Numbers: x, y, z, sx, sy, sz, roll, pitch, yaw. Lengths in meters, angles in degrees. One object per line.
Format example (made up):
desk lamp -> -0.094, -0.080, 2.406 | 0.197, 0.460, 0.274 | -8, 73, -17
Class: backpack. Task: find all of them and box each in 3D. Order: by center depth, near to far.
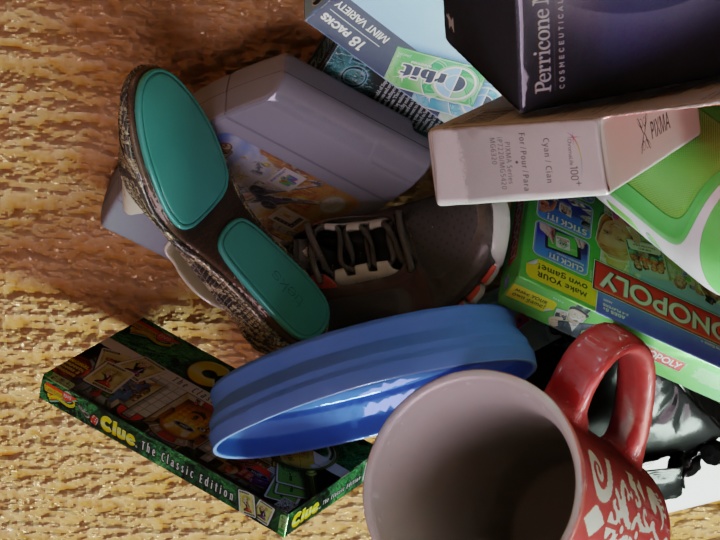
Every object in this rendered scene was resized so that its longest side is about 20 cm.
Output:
backpack -> 0.120, 0.079, 1.812 | 0.199, 0.127, 0.167 | -26, 120, 28

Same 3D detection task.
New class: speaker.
speaker -> 0.187, -0.054, 1.602 | 0.088, 0.200, 0.089 | -11, 118, -21

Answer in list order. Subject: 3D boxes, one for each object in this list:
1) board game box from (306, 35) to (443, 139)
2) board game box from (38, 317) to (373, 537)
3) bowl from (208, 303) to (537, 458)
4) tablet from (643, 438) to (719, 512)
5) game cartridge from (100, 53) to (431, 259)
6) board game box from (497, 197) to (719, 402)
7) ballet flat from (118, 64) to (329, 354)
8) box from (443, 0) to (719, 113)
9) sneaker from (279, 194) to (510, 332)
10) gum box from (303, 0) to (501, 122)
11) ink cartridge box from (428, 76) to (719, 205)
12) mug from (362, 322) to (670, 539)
board game box -> 0.065, -0.151, 1.630 | 0.135, 0.028, 0.200 | 18, 136, -17
board game box -> -0.095, 0.097, 1.782 | 0.199, 0.105, 0.024 | 27, 122, 25
bowl -> 0.004, 0.066, 1.671 | 0.199, 0.040, 0.201 | -15, 168, -3
tablet -> 0.198, 0.130, 1.933 | 0.199, 0.014, 0.130 | -17, 136, 29
game cartridge -> -0.066, -0.056, 1.711 | 0.133, 0.042, 0.200 | 23, 143, -29
board game box -> 0.181, 0.004, 1.702 | 0.199, 0.135, 0.029 | 24, 133, -14
ballet flat -> -0.096, -0.027, 1.649 | 0.075, 0.068, 0.200 | -15, 116, 49
box -> 0.147, -0.203, 1.417 | 0.197, 0.123, 0.201 | -11, 116, -13
sneaker -> 0.000, 0.000, 1.687 | 0.199, 0.077, 0.082 | -27, 147, 34
gum box -> 0.096, -0.163, 1.557 | 0.170, 0.045, 0.200 | 34, 125, -29
ink cartridge box -> 0.148, -0.077, 1.462 | 0.175, 0.200, 0.045 | -4, 100, 22
mug -> 0.120, 0.133, 1.645 | 0.177, 0.134, 0.200 | -29, 156, 15
